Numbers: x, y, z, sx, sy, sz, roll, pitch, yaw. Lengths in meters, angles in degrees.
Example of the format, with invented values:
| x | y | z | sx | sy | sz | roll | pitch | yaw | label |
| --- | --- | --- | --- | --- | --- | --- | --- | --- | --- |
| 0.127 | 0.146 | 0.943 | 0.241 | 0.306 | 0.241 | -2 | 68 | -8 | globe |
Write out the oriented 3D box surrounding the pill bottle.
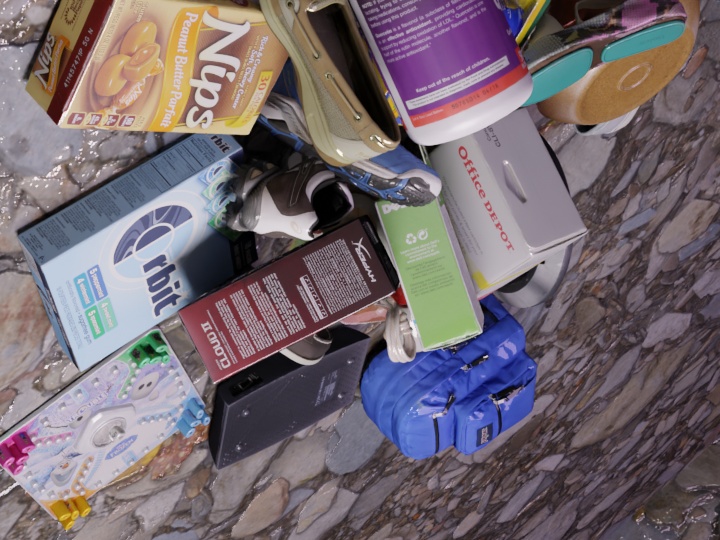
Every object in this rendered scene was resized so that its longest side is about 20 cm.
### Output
| x | y | z | sx | sy | sz | roll | pitch | yaw | label |
| --- | --- | --- | --- | --- | --- | --- | --- | --- | --- |
| 0.053 | -0.209 | 1.098 | 0.112 | 0.200 | 0.112 | -24 | -166 | 6 | pill bottle |

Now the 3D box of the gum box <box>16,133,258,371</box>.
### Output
| x | y | z | sx | sy | sz | roll | pitch | yaw | label |
| --- | --- | --- | --- | --- | --- | --- | --- | --- | --- |
| -0.188 | -0.019 | 1.207 | 0.200 | 0.045 | 0.170 | -33 | 151 | -19 | gum box |

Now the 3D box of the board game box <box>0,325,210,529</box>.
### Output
| x | y | z | sx | sy | sz | roll | pitch | yaw | label |
| --- | --- | --- | --- | --- | --- | --- | --- | --- | --- |
| -0.256 | 0.166 | 1.394 | 0.200 | 0.026 | 0.200 | -37 | 152 | -12 | board game box |

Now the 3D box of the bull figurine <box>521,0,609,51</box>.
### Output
| x | y | z | sx | sy | sz | roll | pitch | yaw | label |
| --- | --- | --- | --- | --- | --- | --- | --- | --- | --- |
| 0.205 | -0.252 | 1.382 | 0.200 | 0.065 | 0.121 | 2 | 136 | -46 | bull figurine |

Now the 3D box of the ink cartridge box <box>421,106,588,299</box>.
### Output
| x | y | z | sx | sy | sz | roll | pitch | yaw | label |
| --- | --- | --- | --- | --- | --- | --- | --- | --- | --- |
| 0.116 | -0.054 | 1.375 | 0.083 | 0.145 | 0.200 | -22 | 171 | -33 | ink cartridge box |

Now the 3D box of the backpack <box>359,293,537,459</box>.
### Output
| x | y | z | sx | sy | sz | roll | pitch | yaw | label |
| --- | --- | --- | --- | --- | --- | --- | --- | --- | --- |
| 0.108 | 0.139 | 1.690 | 0.200 | 0.168 | 0.163 | -30 | 143 | -17 | backpack |

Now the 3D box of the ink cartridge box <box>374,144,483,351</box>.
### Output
| x | y | z | sx | sy | sz | roll | pitch | yaw | label |
| --- | --- | --- | --- | --- | --- | --- | --- | --- | --- |
| 0.058 | -0.032 | 1.294 | 0.059 | 0.201 | 0.104 | -18 | -177 | 8 | ink cartridge box |

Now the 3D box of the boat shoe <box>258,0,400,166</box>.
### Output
| x | y | z | sx | sy | sz | roll | pitch | yaw | label |
| --- | --- | --- | --- | --- | --- | --- | --- | --- | --- |
| -0.024 | -0.182 | 1.053 | 0.063 | 0.201 | 0.073 | -14 | -176 | 40 | boat shoe |

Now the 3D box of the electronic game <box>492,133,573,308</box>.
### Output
| x | y | z | sx | sy | sz | roll | pitch | yaw | label |
| --- | --- | --- | --- | --- | --- | --- | --- | --- | --- |
| 0.162 | -0.060 | 1.446 | 0.042 | 0.200 | 0.200 | -9 | 139 | -27 | electronic game |

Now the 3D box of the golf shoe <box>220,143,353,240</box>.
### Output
| x | y | z | sx | sy | sz | roll | pitch | yaw | label |
| --- | --- | --- | --- | --- | --- | --- | --- | --- | --- |
| -0.041 | -0.074 | 1.225 | 0.200 | 0.094 | 0.078 | -46 | 154 | -54 | golf shoe |

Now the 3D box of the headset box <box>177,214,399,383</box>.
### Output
| x | y | z | sx | sy | sz | roll | pitch | yaw | label |
| --- | --- | --- | --- | --- | --- | --- | --- | --- | --- |
| -0.069 | 0.027 | 1.236 | 0.200 | 0.075 | 0.149 | -27 | -178 | 4 | headset box |

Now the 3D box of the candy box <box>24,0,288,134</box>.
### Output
| x | y | z | sx | sy | sz | roll | pitch | yaw | label |
| --- | --- | --- | --- | --- | --- | --- | --- | --- | --- |
| -0.145 | -0.167 | 1.048 | 0.200 | 0.055 | 0.116 | -4 | 132 | -50 | candy box |

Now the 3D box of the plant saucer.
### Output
| x | y | z | sx | sy | sz | roll | pitch | yaw | label |
| --- | --- | --- | --- | --- | --- | --- | --- | --- | --- |
| 0.276 | -0.212 | 1.418 | 0.200 | 0.035 | 0.200 | -27 | 156 | -13 | plant saucer |

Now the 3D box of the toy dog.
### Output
| x | y | z | sx | sy | sz | roll | pitch | yaw | label |
| --- | --- | --- | --- | --- | --- | --- | --- | --- | --- |
| 0.000 | 0.000 | 1.382 | 0.096 | 0.201 | 0.132 | -12 | -172 | 24 | toy dog |

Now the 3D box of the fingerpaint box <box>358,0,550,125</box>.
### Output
| x | y | z | sx | sy | sz | roll | pitch | yaw | label |
| --- | --- | --- | --- | --- | --- | --- | --- | --- | --- |
| 0.084 | -0.230 | 1.241 | 0.167 | 0.073 | 0.200 | -5 | 134 | -50 | fingerpaint box |

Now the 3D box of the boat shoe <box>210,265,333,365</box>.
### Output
| x | y | z | sx | sy | sz | roll | pitch | yaw | label |
| --- | --- | --- | --- | --- | --- | --- | --- | --- | --- |
| -0.078 | 0.045 | 1.411 | 0.061 | 0.072 | 0.201 | -45 | 150 | 11 | boat shoe |

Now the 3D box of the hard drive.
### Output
| x | y | z | sx | sy | sz | roll | pitch | yaw | label |
| --- | --- | --- | --- | --- | --- | --- | --- | --- | --- |
| -0.085 | 0.141 | 1.567 | 0.200 | 0.042 | 0.135 | -24 | 147 | -32 | hard drive |

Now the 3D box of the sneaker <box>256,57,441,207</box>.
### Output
| x | y | z | sx | sy | sz | roll | pitch | yaw | label |
| --- | --- | --- | --- | --- | --- | --- | --- | --- | --- |
| -0.009 | -0.121 | 1.145 | 0.077 | 0.200 | 0.076 | -54 | 155 | -5 | sneaker |

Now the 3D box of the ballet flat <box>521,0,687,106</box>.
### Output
| x | y | z | sx | sy | sz | roll | pitch | yaw | label |
| --- | --- | --- | --- | --- | --- | --- | --- | --- | --- |
| 0.212 | -0.221 | 1.298 | 0.200 | 0.071 | 0.069 | -25 | 158 | -9 | ballet flat |

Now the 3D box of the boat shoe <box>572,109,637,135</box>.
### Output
| x | y | z | sx | sy | sz | roll | pitch | yaw | label |
| --- | --- | --- | --- | --- | --- | --- | --- | --- | --- |
| 0.293 | -0.226 | 1.524 | 0.071 | 0.070 | 0.201 | -25 | 150 | -37 | boat shoe |
